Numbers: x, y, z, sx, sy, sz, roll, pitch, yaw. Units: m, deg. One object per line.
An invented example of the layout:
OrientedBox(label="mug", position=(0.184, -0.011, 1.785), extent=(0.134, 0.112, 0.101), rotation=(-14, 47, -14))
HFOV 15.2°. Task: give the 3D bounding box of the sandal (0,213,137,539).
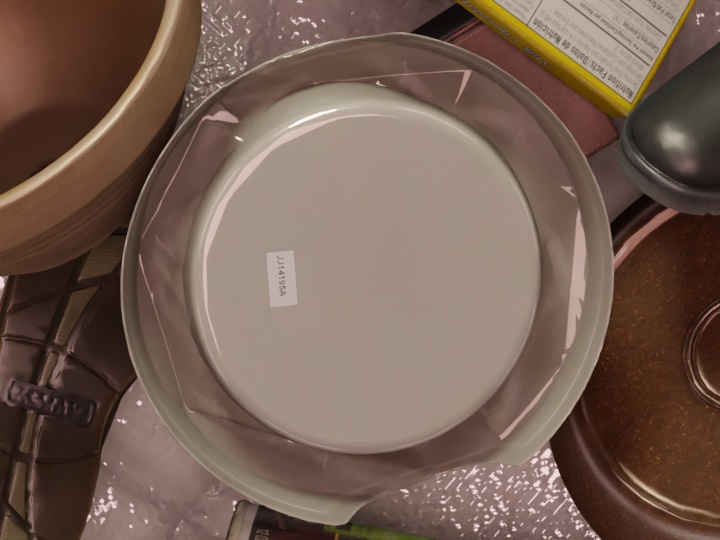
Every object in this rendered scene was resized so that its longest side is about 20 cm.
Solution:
OrientedBox(label="sandal", position=(-0.131, 0.045, 1.194), extent=(0.081, 0.055, 0.201), rotation=(20, 84, -18))

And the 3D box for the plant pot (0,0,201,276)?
OrientedBox(label="plant pot", position=(-0.151, -0.065, 1.144), extent=(0.200, 0.202, 0.093), rotation=(-22, 137, 6))

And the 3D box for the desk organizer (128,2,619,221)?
OrientedBox(label="desk organizer", position=(0.005, -0.041, 1.156), extent=(0.199, 0.072, 0.077), rotation=(-32, 101, -1))

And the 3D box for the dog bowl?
OrientedBox(label="dog bowl", position=(0.000, 0.000, 1.097), extent=(0.198, 0.059, 0.202), rotation=(-1, 100, -8))

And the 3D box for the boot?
OrientedBox(label="boot", position=(0.184, -0.133, 1.071), extent=(0.066, 0.164, 0.201), rotation=(36, 131, 23))

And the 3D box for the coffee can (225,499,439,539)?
OrientedBox(label="coffee can", position=(0.031, 0.189, 1.161), extent=(0.198, 0.146, 0.148), rotation=(10, 98, 2))

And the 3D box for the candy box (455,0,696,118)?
OrientedBox(label="candy box", position=(0.057, -0.159, 1.092), extent=(0.199, 0.026, 0.103), rotation=(35, 83, -21))

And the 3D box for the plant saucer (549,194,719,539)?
OrientedBox(label="plant saucer", position=(0.166, 0.038, 1.141), extent=(0.199, 0.034, 0.202), rotation=(-8, 69, 21))
